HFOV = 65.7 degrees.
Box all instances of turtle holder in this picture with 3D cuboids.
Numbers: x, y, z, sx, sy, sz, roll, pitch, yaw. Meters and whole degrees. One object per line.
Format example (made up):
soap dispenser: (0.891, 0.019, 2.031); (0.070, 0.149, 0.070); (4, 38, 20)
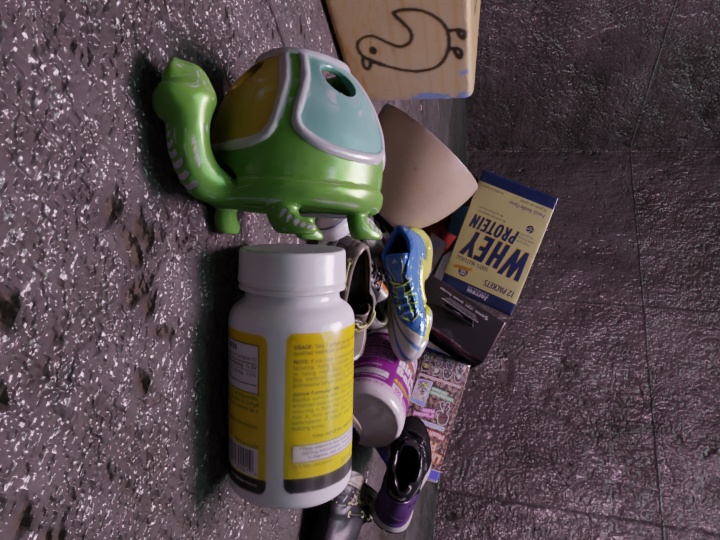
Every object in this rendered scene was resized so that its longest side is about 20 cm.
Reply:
turtle holder: (-0.065, -0.096, 0.436); (0.140, 0.178, 0.138); (-172, -95, -72)

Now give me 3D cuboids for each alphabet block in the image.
alphabet block: (0.069, -0.381, 0.770); (0.201, 0.188, 0.204); (61, 33, -63)

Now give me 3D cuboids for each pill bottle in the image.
pill bottle: (-0.060, 0.084, 0.488); (0.114, 0.110, 0.209); (-22, 115, -74)
pill bottle: (0.032, 0.167, 0.887); (0.202, 0.108, 0.116); (-64, 154, -57)

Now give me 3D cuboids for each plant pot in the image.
plant pot: (0.073, -0.143, 0.899); (0.136, 0.199, 0.200); (-50, 166, 5)

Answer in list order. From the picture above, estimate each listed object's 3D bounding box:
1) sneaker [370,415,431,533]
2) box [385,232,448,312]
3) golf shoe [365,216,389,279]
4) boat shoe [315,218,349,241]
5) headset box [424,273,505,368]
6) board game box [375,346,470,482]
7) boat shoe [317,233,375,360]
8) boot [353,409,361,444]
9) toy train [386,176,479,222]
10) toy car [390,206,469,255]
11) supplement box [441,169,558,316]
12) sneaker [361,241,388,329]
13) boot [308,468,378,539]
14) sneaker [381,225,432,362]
sneaker: (0.075, 0.274, 0.817); (0.201, 0.073, 0.090); (-62, 169, -59)
box: (0.093, 0.044, 1.041); (0.158, 0.040, 0.201); (-55, 170, -22)
golf shoe: (0.033, -0.033, 0.924); (0.200, 0.070, 0.096); (34, 60, -74)
boat shoe: (-0.026, -0.127, 0.702); (0.066, 0.071, 0.205); (57, 32, -41)
headset box: (0.158, 0.092, 0.963); (0.078, 0.146, 0.200); (-55, 168, -10)
board game box: (0.100, 0.242, 1.003); (0.159, 0.094, 0.207); (-175, -77, -79)
boat shoe: (-0.014, 0.045, 0.728); (0.072, 0.059, 0.208); (-38, 137, -38)
boot: (-0.035, 0.122, 0.690); (0.203, 0.074, 0.143); (74, 18, -55)
toy train: (0.123, -0.140, 1.044); (0.114, 0.192, 0.089); (73, 9, -80)
toy car: (0.117, -0.055, 1.171); (0.201, 0.182, 0.179); (-50, 152, -18)
supplement box: (0.249, -0.052, 1.005); (0.206, 0.131, 0.199); (-70, 166, 10)
sneaker: (0.000, 0.000, 0.790); (0.075, 0.076, 0.205); (-67, 154, -49)
boot: (-0.030, 0.369, 0.769); (0.206, 0.071, 0.158); (73, 29, -55)
sneaker: (0.059, 0.028, 0.833); (0.104, 0.073, 0.208); (28, 61, -56)
